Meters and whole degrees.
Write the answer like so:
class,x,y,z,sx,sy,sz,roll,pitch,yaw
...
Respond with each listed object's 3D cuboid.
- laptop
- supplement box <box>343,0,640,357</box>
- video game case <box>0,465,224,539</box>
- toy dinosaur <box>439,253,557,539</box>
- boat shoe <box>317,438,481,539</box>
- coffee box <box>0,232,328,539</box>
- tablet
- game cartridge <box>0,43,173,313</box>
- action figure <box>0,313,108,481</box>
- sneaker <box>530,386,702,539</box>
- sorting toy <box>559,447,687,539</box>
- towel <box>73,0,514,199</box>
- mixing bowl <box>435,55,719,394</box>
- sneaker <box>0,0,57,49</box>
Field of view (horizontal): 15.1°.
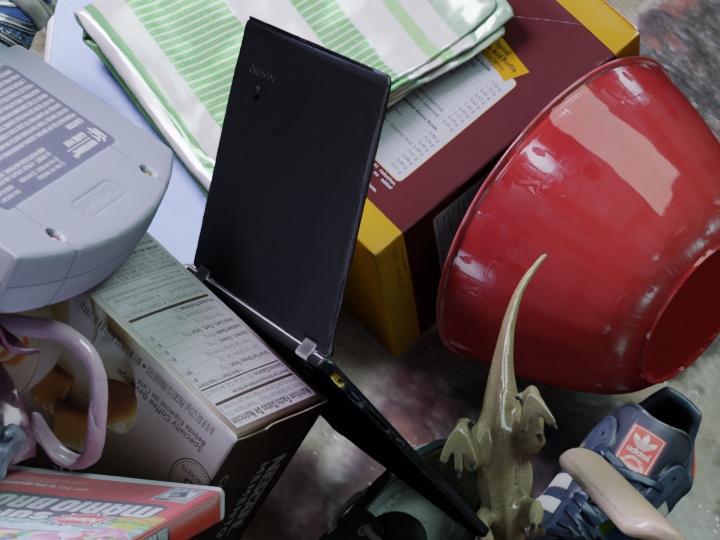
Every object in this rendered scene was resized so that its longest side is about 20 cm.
class,x,y,z,sx,sy,sz,roll,pitch,yaw
laptop,0.000,0.000,1.313,0.200,0.116,0.187,47,-7,-25
supplement box,0.024,-0.104,1.552,0.200,0.133,0.197,-39,67,-14
video game case,-0.162,0.115,1.155,0.142,0.018,0.200,4,10,21
toy dinosaur,0.071,0.087,1.359,0.058,0.201,0.101,-3,-8,5
boat shoe,0.012,0.141,1.340,0.075,0.060,0.200,32,29,3
coffee box,-0.130,0.047,1.300,0.200,0.115,0.080,43,30,18
tablet,-0.112,-0.086,1.475,0.129,0.014,0.201,0,63,5
game cartridge,-0.162,-0.045,1.239,0.133,0.041,0.200,31,22,6
action figure,-0.216,0.004,1.247,0.148,0.135,0.200,-5,31,-32
sneaker,0.135,0.121,1.462,0.075,0.085,0.200,33,29,4
sorting toy,0.170,0.184,1.330,0.200,0.036,0.185,54,-1,-10
towel,-0.037,-0.137,1.475,0.199,0.023,0.153,-33,68,-16
mixing bowl,0.147,-0.007,1.504,0.108,0.201,0.200,37,29,27
sneaker,-0.260,-0.128,1.433,0.077,0.199,0.086,50,48,-52
